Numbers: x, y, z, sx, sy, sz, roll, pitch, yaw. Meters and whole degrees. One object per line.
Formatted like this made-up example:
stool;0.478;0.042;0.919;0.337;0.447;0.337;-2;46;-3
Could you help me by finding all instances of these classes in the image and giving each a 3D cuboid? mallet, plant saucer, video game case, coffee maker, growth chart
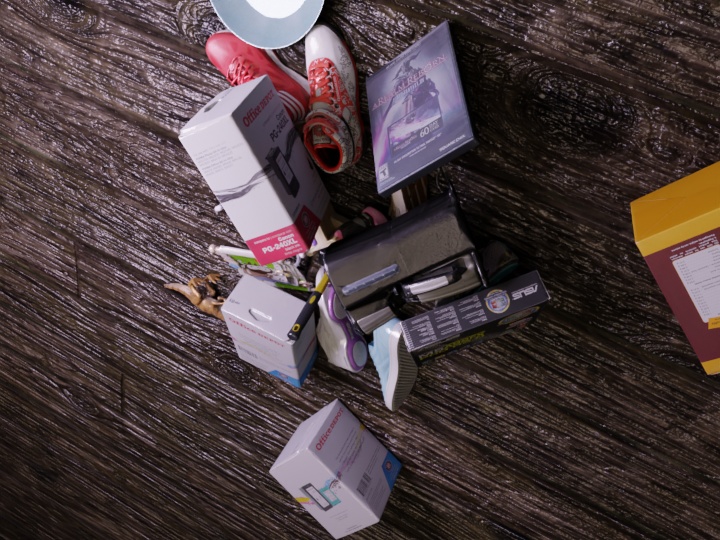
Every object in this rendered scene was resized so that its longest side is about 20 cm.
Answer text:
mallet;-0.075;0.028;0.890;0.065;0.201;0.041;24;141;16
plant saucer;-0.128;-0.417;0.760;0.198;0.039;0.204;11;120;19
video game case;0.072;-0.209;0.708;0.142;0.203;0.019;-26;146;33
coffee maker;0.054;-0.033;0.759;0.198;0.135;0.195;-22;78;13
growth chart;-0.162;-0.001;0.939;0.142;0.018;0.200;6;163;16

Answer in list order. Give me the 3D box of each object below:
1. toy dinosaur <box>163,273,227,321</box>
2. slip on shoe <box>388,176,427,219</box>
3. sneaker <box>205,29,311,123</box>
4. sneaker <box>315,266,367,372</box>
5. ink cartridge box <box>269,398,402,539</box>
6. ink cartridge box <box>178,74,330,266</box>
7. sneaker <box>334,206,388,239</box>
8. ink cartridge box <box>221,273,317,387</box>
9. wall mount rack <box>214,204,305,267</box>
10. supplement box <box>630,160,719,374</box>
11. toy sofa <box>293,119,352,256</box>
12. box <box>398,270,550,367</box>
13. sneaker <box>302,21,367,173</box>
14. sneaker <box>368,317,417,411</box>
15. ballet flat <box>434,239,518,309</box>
toy dinosaur;-0.326;0.050;1.100;0.198;0.061;0.107;29;127;8
slip on shoe;0.068;-0.097;0.834;0.060;0.076;0.202;7;125;41
sneaker;-0.163;-0.282;0.803;0.198;0.116;0.079;30;126;6
sneaker;-0.054;0.090;0.988;0.099;0.074;0.203;1;111;43
ink cartridge box;-0.048;0.401;1.115;0.200;0.147;0.146;46;126;-5
ink cartridge box;-0.130;-0.134;0.731;0.082;0.146;0.202;-15;122;22
sneaker;0.000;0.000;0.883;0.079;0.095;0.202;32;139;45
ink cartridge box;-0.158;0.113;0.996;0.143;0.085;0.201;24;151;12
wall mount rack;-0.157;-0.080;0.927;0.172;0.075;0.202;-10;114;43
supplement box;0.465;-0.019;0.651;0.196;0.133;0.201;-27;104;33
toy sofa;-0.100;-0.129;0.881;0.096;0.083;0.202;-16;110;29
box;0.160;0.076;0.791;0.197;0.160;0.045;-21;71;3
sneaker;-0.047;-0.241;0.778;0.066;0.108;0.204;-4;115;26
sneaker;0.054;0.161;0.992;0.081;0.073;0.203;28;129;36
ballet flat;0.164;0.024;0.865;0.072;0.072;0.201;39;126;0
